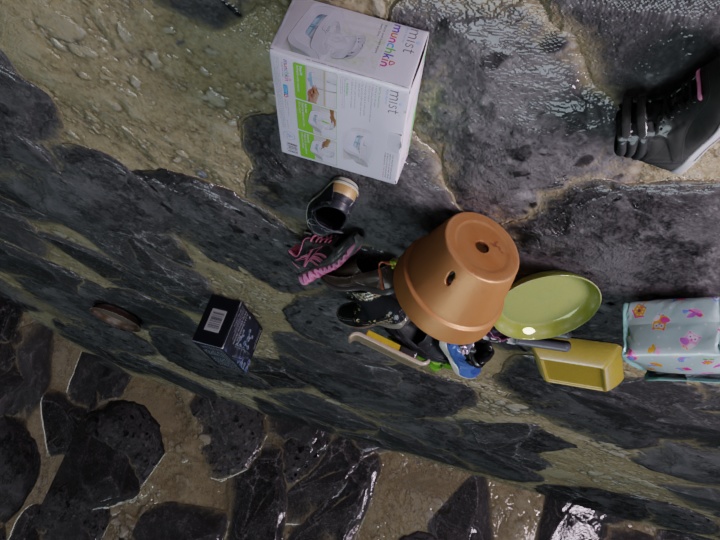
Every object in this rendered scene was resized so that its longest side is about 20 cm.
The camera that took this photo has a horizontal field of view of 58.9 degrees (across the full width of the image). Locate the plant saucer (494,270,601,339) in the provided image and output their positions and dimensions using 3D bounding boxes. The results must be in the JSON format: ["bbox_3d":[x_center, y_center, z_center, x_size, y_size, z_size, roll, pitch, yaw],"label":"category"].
[{"bbox_3d":[0.335,0.060,1.163,0.196,0.032,0.202,-2,141,-1],"label":"plant saucer"}]

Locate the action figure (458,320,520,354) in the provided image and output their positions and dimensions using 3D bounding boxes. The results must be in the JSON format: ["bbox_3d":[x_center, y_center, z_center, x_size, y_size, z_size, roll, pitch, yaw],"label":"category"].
[{"bbox_3d":[0.231,0.080,1.307,0.135,0.148,0.199,56,163,-16],"label":"action figure"}]

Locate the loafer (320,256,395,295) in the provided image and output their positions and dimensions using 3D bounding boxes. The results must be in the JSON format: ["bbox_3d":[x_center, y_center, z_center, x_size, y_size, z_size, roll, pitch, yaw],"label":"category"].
[{"bbox_3d":[0.000,0.000,1.328,0.197,0.073,0.072,4,119,32],"label":"loafer"}]

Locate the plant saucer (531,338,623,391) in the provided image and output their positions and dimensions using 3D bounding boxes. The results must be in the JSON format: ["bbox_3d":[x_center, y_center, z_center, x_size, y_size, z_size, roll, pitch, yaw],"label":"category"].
[{"bbox_3d":[0.479,0.213,1.426,0.196,0.049,0.201,5,152,27],"label":"plant saucer"}]

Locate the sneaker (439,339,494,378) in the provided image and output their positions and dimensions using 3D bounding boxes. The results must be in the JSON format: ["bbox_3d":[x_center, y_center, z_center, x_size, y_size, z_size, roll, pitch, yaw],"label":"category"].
[{"bbox_3d":[0.275,0.211,1.534,0.110,0.077,0.201,11,150,40],"label":"sneaker"}]

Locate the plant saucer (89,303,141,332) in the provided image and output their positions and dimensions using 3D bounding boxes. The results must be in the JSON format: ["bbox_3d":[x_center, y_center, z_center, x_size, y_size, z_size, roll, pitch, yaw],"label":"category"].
[{"bbox_3d":[-0.906,0.173,2.378,0.197,0.033,0.201,17,156,8],"label":"plant saucer"}]

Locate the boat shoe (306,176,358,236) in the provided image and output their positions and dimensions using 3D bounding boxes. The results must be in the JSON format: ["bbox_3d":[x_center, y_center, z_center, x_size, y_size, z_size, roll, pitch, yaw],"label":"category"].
[{"bbox_3d":[-0.058,-0.100,1.150,0.073,0.063,0.200,22,157,-13],"label":"boat shoe"}]

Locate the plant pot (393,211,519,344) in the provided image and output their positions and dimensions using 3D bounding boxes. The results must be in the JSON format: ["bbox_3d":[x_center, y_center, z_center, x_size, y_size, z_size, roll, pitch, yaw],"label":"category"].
[{"bbox_3d":[0.169,-0.001,1.057,0.197,0.202,0.141,22,140,-8],"label":"plant pot"}]

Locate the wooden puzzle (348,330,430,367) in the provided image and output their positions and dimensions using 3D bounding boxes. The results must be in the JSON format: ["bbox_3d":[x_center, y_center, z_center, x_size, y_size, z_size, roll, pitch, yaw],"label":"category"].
[{"bbox_3d":[0.067,0.187,1.541,0.197,0.038,0.185,20,170,3],"label":"wooden puzzle"}]

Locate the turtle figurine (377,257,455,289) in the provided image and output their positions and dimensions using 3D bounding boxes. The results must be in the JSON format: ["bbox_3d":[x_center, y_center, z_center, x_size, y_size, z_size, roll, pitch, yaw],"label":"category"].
[{"bbox_3d":[0.139,0.032,1.231,0.160,0.064,0.201,-32,99,39],"label":"turtle figurine"}]

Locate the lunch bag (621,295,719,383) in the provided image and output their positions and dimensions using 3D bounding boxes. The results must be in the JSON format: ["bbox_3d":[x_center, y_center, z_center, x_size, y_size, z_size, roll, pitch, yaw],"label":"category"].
[{"bbox_3d":[0.563,0.129,1.103,0.168,0.124,0.199,-6,154,39],"label":"lunch bag"}]

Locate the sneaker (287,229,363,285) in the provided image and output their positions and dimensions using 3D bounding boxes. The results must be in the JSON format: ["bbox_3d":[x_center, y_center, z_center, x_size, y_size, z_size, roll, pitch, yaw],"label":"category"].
[{"bbox_3d":[-0.078,-0.044,1.277,0.199,0.079,0.096,-27,98,43],"label":"sneaker"}]

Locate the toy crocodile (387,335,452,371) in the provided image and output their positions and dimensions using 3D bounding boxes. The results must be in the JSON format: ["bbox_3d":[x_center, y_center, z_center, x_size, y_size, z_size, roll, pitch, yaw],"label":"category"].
[{"bbox_3d":[0.161,0.208,1.647,0.197,0.063,0.068,19,157,13],"label":"toy crocodile"}]

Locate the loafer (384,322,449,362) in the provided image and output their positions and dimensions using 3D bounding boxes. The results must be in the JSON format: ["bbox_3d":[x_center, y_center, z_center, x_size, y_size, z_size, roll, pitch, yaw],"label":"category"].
[{"bbox_3d":[0.148,0.167,1.545,0.199,0.069,0.070,31,162,-16],"label":"loafer"}]

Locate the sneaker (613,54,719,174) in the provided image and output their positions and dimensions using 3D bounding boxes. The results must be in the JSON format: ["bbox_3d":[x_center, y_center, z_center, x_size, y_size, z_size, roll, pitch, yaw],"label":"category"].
[{"bbox_3d":[0.336,-0.173,0.691,0.097,0.072,0.201,11,159,6],"label":"sneaker"}]

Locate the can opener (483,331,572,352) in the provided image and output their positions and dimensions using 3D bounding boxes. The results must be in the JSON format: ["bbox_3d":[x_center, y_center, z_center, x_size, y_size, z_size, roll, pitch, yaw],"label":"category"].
[{"bbox_3d":[0.352,0.132,1.365,0.197,0.054,0.066,6,-172,30],"label":"can opener"}]

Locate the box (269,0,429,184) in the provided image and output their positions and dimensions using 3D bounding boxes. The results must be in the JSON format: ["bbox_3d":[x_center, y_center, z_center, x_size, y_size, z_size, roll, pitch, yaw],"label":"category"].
[{"bbox_3d":[-0.015,-0.221,0.820,0.173,0.098,0.201,16,155,6],"label":"box"}]

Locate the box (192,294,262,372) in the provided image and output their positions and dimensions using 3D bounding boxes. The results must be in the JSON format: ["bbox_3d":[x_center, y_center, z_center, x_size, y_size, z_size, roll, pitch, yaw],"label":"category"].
[{"bbox_3d":[-0.389,0.190,1.889,0.105,0.151,0.201,11,155,17],"label":"box"}]

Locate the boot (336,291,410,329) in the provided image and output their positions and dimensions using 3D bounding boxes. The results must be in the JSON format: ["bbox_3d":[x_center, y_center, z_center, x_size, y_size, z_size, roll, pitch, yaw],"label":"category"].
[{"bbox_3d":[0.003,0.067,1.450,0.201,0.074,0.154,0,145,36],"label":"boot"}]
